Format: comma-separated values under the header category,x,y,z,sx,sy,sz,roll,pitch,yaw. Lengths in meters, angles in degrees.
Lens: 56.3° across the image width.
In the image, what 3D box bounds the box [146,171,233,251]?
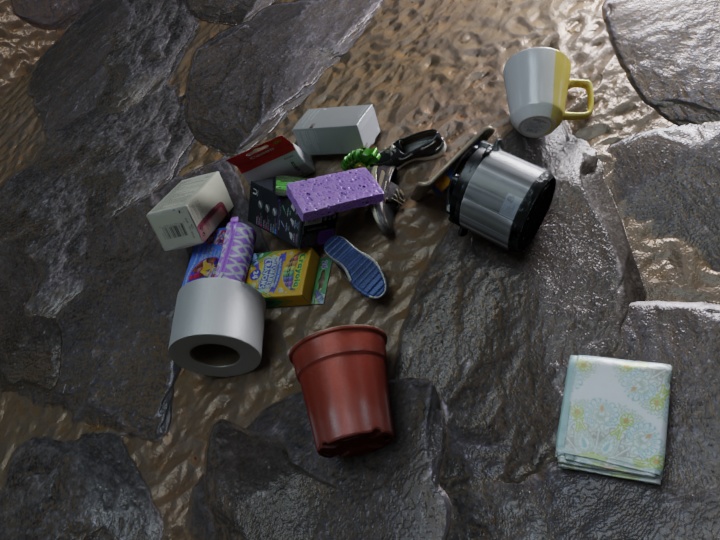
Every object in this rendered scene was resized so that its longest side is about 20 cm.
category,x,y,z,sx,sy,sz,roll,pitch,yaw
box,-0.433,-0.154,1.732,0.126,0.110,0.201,-9,29,22

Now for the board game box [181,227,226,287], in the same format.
category,x,y,z,sx,sy,sz,roll,pitch,yaw
board game box,-0.368,-0.012,1.695,0.132,0.045,0.203,-5,58,25

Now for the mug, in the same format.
category,x,y,z,sx,sy,sz,roll,pitch,yaw
mug,0.404,-0.384,1.477,0.184,0.149,0.156,-8,64,31

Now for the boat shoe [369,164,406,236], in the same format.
category,x,y,z,sx,sy,sz,roll,pitch,yaw
boat shoe,0.063,-0.172,1.556,0.072,0.075,0.203,-16,55,17

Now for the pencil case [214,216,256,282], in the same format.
category,x,y,z,sx,sy,sz,roll,pitch,yaw
pencil case,-0.306,-0.019,1.599,0.083,0.086,0.203,-8,55,26

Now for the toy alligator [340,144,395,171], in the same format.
category,x,y,z,sx,sy,sz,roll,pitch,yaw
toy alligator,0.005,-0.269,1.604,0.199,0.054,0.060,-27,29,51

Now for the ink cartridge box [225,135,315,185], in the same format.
category,x,y,z,sx,sy,sz,roll,pitch,yaw
ink cartridge box,-0.220,-0.260,1.682,0.159,0.200,0.051,-22,80,13

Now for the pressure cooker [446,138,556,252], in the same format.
category,x,y,z,sx,sy,sz,roll,pitch,yaw
pressure cooker,0.270,-0.153,1.350,0.198,0.180,0.177,28,66,23

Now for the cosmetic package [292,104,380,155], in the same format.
category,x,y,z,sx,sy,sz,roll,pitch,yaw
cosmetic package,-0.061,-0.358,1.722,0.197,0.091,0.107,0,42,30

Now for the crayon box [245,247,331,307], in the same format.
category,x,y,z,sx,sy,sz,roll,pitch,yaw
crayon box,-0.172,0.017,1.570,0.197,0.052,0.127,-5,58,24

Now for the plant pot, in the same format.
category,x,y,z,sx,sy,sz,roll,pitch,yaw
plant pot,-0.026,0.236,1.273,0.198,0.201,0.198,-20,61,14

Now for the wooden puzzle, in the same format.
category,x,y,z,sx,sy,sz,roll,pitch,yaw
wooden puzzle,0.204,-0.221,1.474,0.199,0.185,0.046,-40,89,-4

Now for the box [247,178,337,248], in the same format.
category,x,y,z,sx,sy,sz,roll,pitch,yaw
box,-0.161,-0.142,1.601,0.199,0.121,0.108,27,118,37

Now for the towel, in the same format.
category,x,y,z,sx,sy,sz,roll,pitch,yaw
towel,0.420,0.242,1.121,0.169,0.048,0.202,5,62,26

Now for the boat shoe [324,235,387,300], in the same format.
category,x,y,z,sx,sy,sz,roll,pitch,yaw
boat shoe,0.000,0.000,1.477,0.072,0.073,0.200,-39,55,-3

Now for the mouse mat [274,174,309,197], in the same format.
category,x,y,z,sx,sy,sz,roll,pitch,yaw
mouse mat,-0.105,-0.194,1.593,0.196,0.008,0.161,4,24,-8

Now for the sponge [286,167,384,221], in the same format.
category,x,y,z,sx,sy,sz,roll,pitch,yaw
sponge,-0.057,-0.173,1.500,0.197,0.030,0.112,-15,45,-20

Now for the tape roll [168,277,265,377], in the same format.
category,x,y,z,sx,sy,sz,roll,pitch,yaw
tape roll,-0.311,0.126,1.475,0.200,0.203,0.141,-13,55,19

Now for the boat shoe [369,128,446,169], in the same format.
category,x,y,z,sx,sy,sz,roll,pitch,yaw
boat shoe,0.105,-0.289,1.618,0.197,0.060,0.075,-9,58,23
